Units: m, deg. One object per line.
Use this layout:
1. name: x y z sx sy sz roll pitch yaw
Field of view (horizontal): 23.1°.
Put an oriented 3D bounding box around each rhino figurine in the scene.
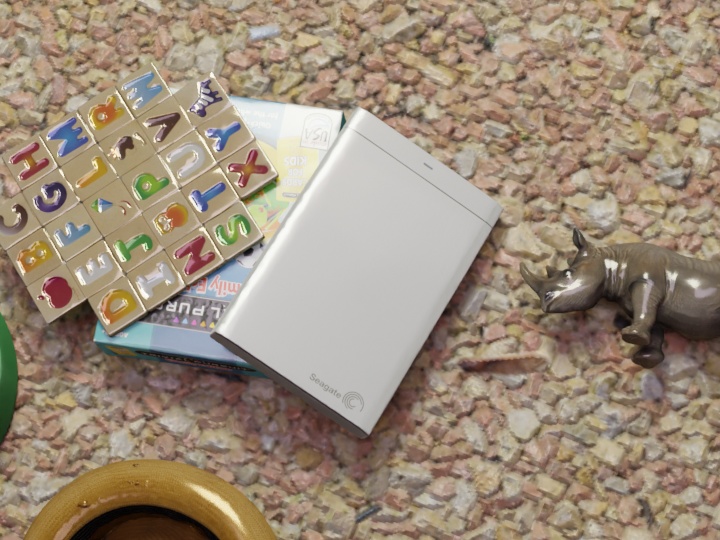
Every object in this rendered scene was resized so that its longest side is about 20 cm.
1. rhino figurine: 0.210 0.021 1.251 0.200 0.060 0.088 13 63 10

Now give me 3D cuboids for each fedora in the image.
1. fedora: -0.139 0.228 1.218 0.200 0.082 0.201 -3 73 10

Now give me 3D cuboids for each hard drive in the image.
1. hard drive: 0.000 0.000 1.261 0.132 0.027 0.200 34 72 -8

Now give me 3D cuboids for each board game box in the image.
1. board game box: -0.100 -0.028 1.301 0.151 0.047 0.200 8 75 8

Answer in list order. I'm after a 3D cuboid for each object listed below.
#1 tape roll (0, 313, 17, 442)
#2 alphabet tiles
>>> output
1. tape roll: -0.354 0.081 1.295 0.200 0.048 0.201 -1 75 5
2. alphabet tiles: -0.168 -0.054 1.288 0.200 0.006 0.167 -33 73 -1
